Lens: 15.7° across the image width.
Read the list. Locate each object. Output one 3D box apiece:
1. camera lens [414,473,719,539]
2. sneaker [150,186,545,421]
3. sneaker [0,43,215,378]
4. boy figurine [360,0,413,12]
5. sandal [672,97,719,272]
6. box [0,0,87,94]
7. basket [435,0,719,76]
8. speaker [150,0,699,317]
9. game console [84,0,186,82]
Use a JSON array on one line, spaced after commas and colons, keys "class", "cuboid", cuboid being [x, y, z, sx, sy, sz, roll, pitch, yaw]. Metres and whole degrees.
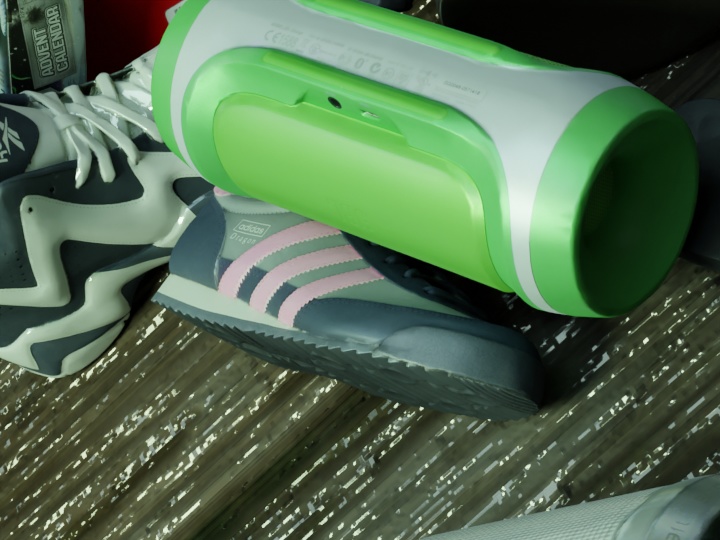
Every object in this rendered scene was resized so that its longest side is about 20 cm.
[{"class": "camera lens", "cuboid": [0.056, 0.152, 0.765, 0.199, 0.160, 0.161, -16, 55, 36]}, {"class": "sneaker", "cuboid": [0.000, 0.000, 0.982, 0.199, 0.070, 0.082, 16, 78, 45]}, {"class": "sneaker", "cuboid": [-0.115, -0.054, 1.071, 0.199, 0.129, 0.080, -45, 54, 13]}, {"class": "boy figurine", "cuboid": [-0.022, -0.195, 1.026, 0.064, 0.201, 0.124, -11, 10, 3]}, {"class": "sandal", "cuboid": [0.161, -0.019, 0.863, 0.200, 0.043, 0.076, 10, 72, 46]}, {"class": "box", "cuboid": [-0.181, -0.115, 1.186, 0.200, 0.040, 0.138, 42, 140, 48]}, {"class": "basket", "cuboid": [0.075, -0.184, 0.983, 0.180, 0.135, 0.201, 127, 144, -55]}, {"class": "speaker", "cuboid": [0.019, -0.048, 0.929, 0.199, 0.088, 0.089, 21, 80, 37]}, {"class": "game console", "cuboid": [-0.060, -0.179, 1.191, 0.199, 0.119, 0.173, -28, 80, 28]}]
